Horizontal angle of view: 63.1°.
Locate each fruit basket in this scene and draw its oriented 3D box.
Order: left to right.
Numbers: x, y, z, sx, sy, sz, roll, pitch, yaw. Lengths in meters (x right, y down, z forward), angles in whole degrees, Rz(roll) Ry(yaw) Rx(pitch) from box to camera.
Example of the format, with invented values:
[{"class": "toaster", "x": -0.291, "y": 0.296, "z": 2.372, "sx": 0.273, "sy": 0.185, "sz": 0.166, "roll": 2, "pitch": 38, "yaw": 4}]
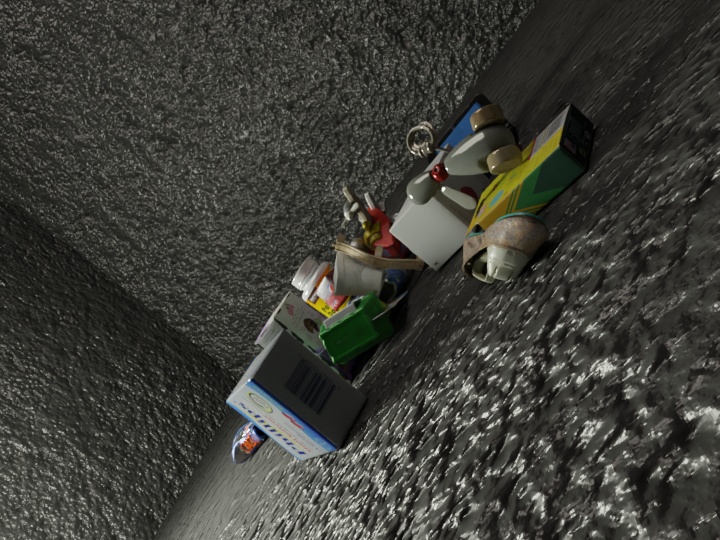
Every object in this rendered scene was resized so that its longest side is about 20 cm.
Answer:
[{"class": "fruit basket", "x": -0.001, "y": 0.098, "z": 1.139, "sx": 0.183, "sy": 0.095, "sz": 0.200, "roll": -33, "pitch": 5, "yaw": 19}]

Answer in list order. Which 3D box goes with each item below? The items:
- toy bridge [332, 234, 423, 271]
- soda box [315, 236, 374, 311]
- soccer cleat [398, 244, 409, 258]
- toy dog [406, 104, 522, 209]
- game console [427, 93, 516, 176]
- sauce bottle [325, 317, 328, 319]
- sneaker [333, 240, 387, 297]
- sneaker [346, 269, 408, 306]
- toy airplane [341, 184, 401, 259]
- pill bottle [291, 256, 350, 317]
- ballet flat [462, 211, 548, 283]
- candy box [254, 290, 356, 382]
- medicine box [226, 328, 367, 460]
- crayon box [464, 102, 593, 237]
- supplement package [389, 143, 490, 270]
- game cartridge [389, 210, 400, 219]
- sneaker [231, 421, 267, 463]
[{"class": "toy bridge", "x": 0.036, "y": -0.030, "z": 1.210, "sx": 0.068, "sy": 0.194, "sz": 0.028, "roll": -75, "pitch": -2, "yaw": -66}, {"class": "soda box", "x": -0.026, "y": 0.005, "z": 1.378, "sx": 0.064, "sy": 0.070, "sz": 0.200, "roll": -52, "pitch": -1, "yaw": 40}, {"class": "soccer cleat", "x": 0.087, "y": -0.030, "z": 1.485, "sx": 0.200, "sy": 0.067, "sz": 0.076, "roll": -46, "pitch": 43, "yaw": -3}, {"class": "toy dog", "x": 0.166, "y": -0.164, "z": 0.889, "sx": 0.197, "sy": 0.095, "sz": 0.137, "roll": -2, "pitch": 85, "yaw": 45}, {"class": "game console", "x": 0.236, "y": -0.262, "z": 1.293, "sx": 0.201, "sy": 0.117, "sz": 0.172, "roll": -50, "pitch": 6, "yaw": 29}, {"class": "sauce bottle", "x": -0.100, "y": 0.179, "z": 1.682, "sx": 0.065, "sy": 0.064, "sz": 0.200, "roll": -55, "pitch": 5, "yaw": -25}, {"class": "sneaker", "x": 0.000, "y": 0.000, "z": 1.252, "sx": 0.202, "sy": 0.112, "sz": 0.076, "roll": -94, "pitch": 12, "yaw": -61}, {"class": "sneaker", "x": 0.025, "y": 0.064, "z": 1.296, "sx": 0.201, "sy": 0.075, "sz": 0.077, "roll": -50, "pitch": 6, "yaw": 25}, {"class": "toy airplane", "x": 0.028, "y": -0.091, "z": 1.359, "sx": 0.140, "sy": 0.201, "sz": 0.199, "roll": -39, "pitch": -13, "yaw": 0}, {"class": "pill bottle", "x": -0.068, "y": 0.055, "z": 1.435, "sx": 0.111, "sy": 0.197, "sz": 0.109, "roll": -56, "pitch": 1, "yaw": 2}, {"class": "ballet flat", "x": 0.176, "y": -0.019, "z": 0.735, "sx": 0.200, "sy": 0.066, "sz": 0.069, "roll": 131, "pitch": 156, "yaw": -81}, {"class": "candy box", "x": -0.105, "y": 0.154, "z": 1.214, "sx": 0.072, "sy": 0.198, "sz": 0.168, "roll": -49, "pitch": 6, "yaw": 17}, {"class": "medicine box", "x": -0.115, "y": 0.220, "z": 1.001, "sx": 0.104, "sy": 0.181, "sz": 0.200, "roll": -55, "pitch": 6, "yaw": -32}, {"class": "crayon box", "x": 0.238, "y": -0.126, "z": 0.837, "sx": 0.200, "sy": 0.050, "sz": 0.128, "roll": -47, "pitch": 9, "yaw": 45}, {"class": "supplement package", "x": 0.156, "y": -0.124, "z": 1.116, "sx": 0.120, "sy": 0.120, "sz": 0.202, "roll": -47, "pitch": 9, "yaw": 39}, {"class": "game cartridge", "x": 0.131, "y": -0.147, "z": 1.534, "sx": 0.198, "sy": 0.039, "sz": 0.129, "roll": -35, "pitch": -3, "yaw": -27}, {"class": "sneaker", "x": -0.292, "y": 0.451, "z": 1.620, "sx": 0.202, "sy": 0.074, "sz": 0.078, "roll": -55, "pitch": 9, "yaw": 4}]
